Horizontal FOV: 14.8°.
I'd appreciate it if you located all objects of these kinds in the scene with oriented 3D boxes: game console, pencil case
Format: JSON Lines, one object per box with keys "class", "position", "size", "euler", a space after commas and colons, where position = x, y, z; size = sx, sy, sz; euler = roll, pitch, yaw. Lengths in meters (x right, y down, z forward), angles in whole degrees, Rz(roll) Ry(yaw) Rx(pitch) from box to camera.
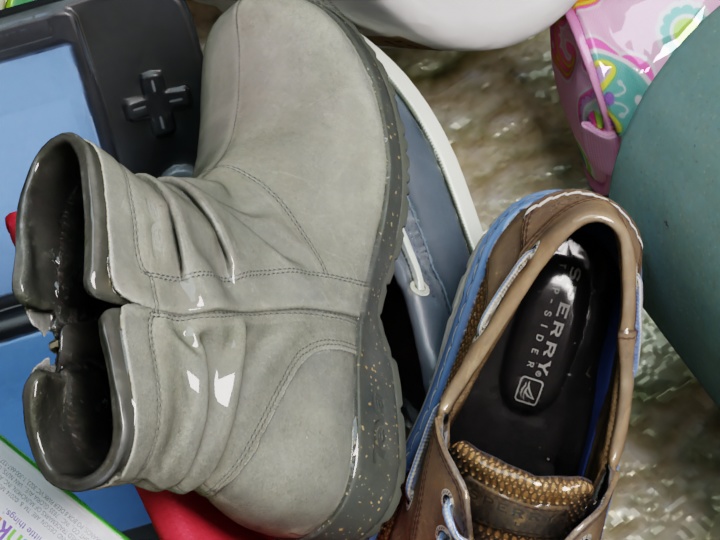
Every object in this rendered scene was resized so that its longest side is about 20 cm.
{"class": "game console", "position": [-0.132, 0.013, 0.957], "size": [0.199, 0.171, 0.118], "euler": [-16, 22, -3]}
{"class": "pencil case", "position": [0.168, -0.089, 0.998], "size": [0.199, 0.088, 0.088], "euler": [-14, 49, -3]}

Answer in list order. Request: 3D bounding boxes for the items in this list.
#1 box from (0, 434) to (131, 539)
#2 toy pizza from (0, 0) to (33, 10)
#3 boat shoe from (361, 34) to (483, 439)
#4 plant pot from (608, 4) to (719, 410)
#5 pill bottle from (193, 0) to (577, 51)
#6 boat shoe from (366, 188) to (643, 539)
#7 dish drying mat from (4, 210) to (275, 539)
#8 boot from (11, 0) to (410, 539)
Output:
{"class": "box", "position": [-0.178, 0.109, 0.852], "size": [0.200, 0.097, 0.177], "euler": [34, 82, 27]}
{"class": "toy pizza", "position": [-0.118, -0.150, 1.036], "size": [0.032, 0.200, 0.201], "euler": [20, 56, 9]}
{"class": "boat shoe", "position": [0.000, 0.000, 0.930], "size": [0.062, 0.075, 0.200], "euler": [-15, 73, -39]}
{"class": "plant pot", "position": [0.186, 0.009, 0.854], "size": [0.200, 0.201, 0.196], "euler": [-28, 42, -12]}
{"class": "pill bottle", "position": [-0.006, -0.139, 1.015], "size": [0.114, 0.115, 0.200], "euler": [-39, 23, -21]}
{"class": "boat shoe", "position": [0.040, 0.071, 0.844], "size": [0.072, 0.072, 0.201], "euler": [11, 86, -4]}
{"class": "dish drying mat", "position": [-0.054, 0.065, 0.865], "size": [0.018, 0.077, 0.200], "euler": [-37, 55, 12]}
{"class": "boot", "position": [-0.047, -0.017, 0.834], "size": [0.068, 0.131, 0.201], "euler": [-24, 57, 31]}
